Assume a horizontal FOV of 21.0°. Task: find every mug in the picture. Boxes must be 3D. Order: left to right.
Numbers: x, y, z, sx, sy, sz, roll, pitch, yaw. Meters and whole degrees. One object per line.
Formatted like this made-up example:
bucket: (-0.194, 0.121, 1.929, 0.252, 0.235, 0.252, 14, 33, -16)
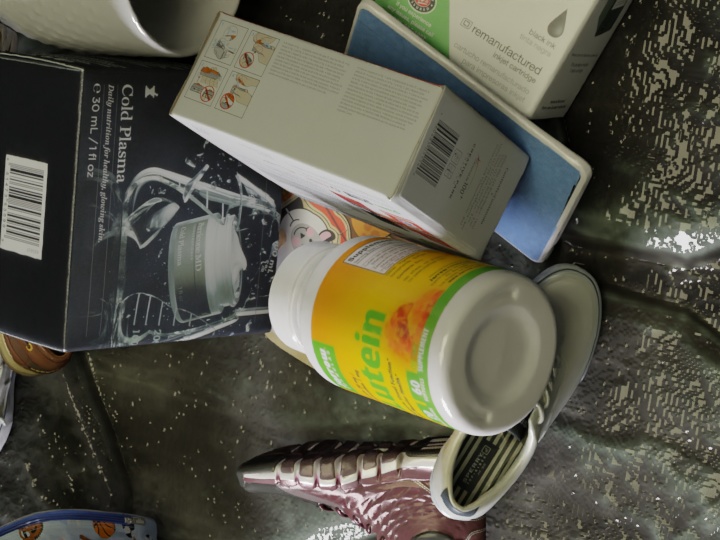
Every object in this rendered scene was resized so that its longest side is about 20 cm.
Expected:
mug: (-0.195, -0.255, 1.389, 0.175, 0.148, 0.201, 6, 105, 33)

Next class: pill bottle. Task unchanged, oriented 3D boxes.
pill bottle: (0.029, 0.037, 1.335, 0.200, 0.111, 0.111, 16, 104, 47)

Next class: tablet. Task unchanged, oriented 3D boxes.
tablet: (0.067, -0.096, 1.360, 0.200, 0.014, 0.130, 39, 150, 11)

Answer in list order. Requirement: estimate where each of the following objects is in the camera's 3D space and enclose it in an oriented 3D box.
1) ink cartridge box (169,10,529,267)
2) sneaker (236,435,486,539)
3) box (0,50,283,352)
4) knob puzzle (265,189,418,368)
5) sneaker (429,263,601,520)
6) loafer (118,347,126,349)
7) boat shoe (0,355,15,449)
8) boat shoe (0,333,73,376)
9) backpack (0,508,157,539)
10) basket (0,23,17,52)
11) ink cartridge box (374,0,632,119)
ink cartridge box: (0.003, -0.085, 1.329, 0.200, 0.176, 0.084, 23, 85, 34)
sneaker: (0.003, 0.188, 1.446, 0.200, 0.076, 0.116, -4, 97, 25)
box: (-0.167, -0.054, 1.413, 0.124, 0.196, 0.201, 14, 103, 42)
knob puzzle: (0.000, 0.000, 1.448, 0.219, 0.030, 0.220, 3, 97, 24)
sneaker: (0.115, 0.089, 1.357, 0.073, 0.071, 0.200, 26, 88, -6)
loafer: (-0.213, -0.038, 1.522, 0.063, 0.072, 0.201, 4, 101, 35)
boat shoe: (-0.318, 0.083, 1.573, 0.075, 0.086, 0.202, 30, 107, 19)
boat shoe: (-0.264, -0.016, 1.508, 0.068, 0.072, 0.201, -8, 99, 60)
backpack: (-0.234, 0.268, 1.500, 0.200, 0.190, 0.154, -34, 66, 24)
basket: (-0.332, -0.099, 1.420, 0.123, 0.136, 0.201, 9, 91, 4)
ink cartridge box: (0.120, -0.226, 1.335, 0.146, 0.084, 0.200, 34, 109, 17)
